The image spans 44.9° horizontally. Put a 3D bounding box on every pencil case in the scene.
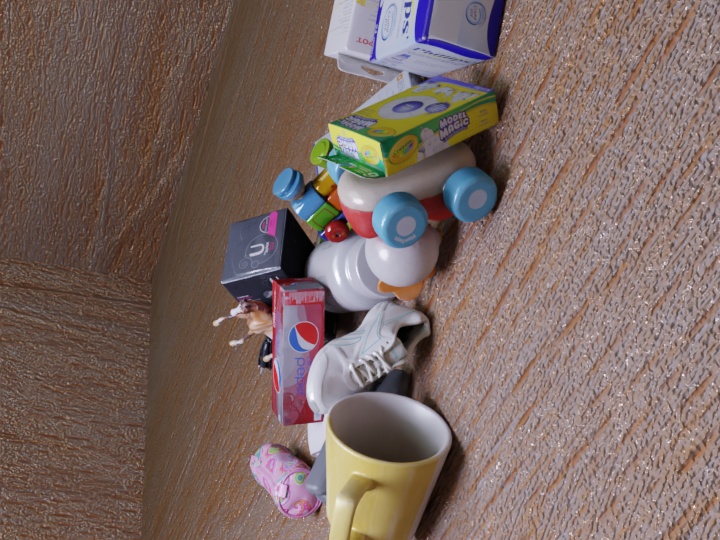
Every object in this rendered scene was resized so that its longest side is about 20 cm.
[{"bbox_3d":[-0.129,0.351,1.472,0.200,0.087,0.088,-170,90,-69],"label":"pencil case"}]

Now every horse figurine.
[{"bbox_3d":[-0.131,0.097,1.334,0.132,0.199,0.050,-30,41,41],"label":"horse figurine"}]

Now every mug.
[{"bbox_3d":[0.008,0.252,1.033,0.149,0.185,0.155,35,124,45],"label":"mug"}]

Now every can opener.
[{"bbox_3d":[-0.006,0.205,1.130,0.066,0.053,0.201,8,59,42],"label":"can opener"}]

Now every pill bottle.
[{"bbox_3d":[0.000,0.000,1.247,0.200,0.113,0.116,167,112,-69],"label":"pill bottle"}]

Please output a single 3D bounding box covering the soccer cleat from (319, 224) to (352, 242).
[{"bbox_3d":[-0.012,-0.109,1.353,0.200,0.067,0.082,-43,71,42],"label":"soccer cleat"}]

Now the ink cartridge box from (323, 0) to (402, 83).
[{"bbox_3d":[0.030,-0.391,1.334,0.125,0.127,0.202,-153,75,-69],"label":"ink cartridge box"}]

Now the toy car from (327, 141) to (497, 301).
[{"bbox_3d":[0.067,-0.054,1.098,0.185,0.175,0.202,-128,22,-51],"label":"toy car"}]

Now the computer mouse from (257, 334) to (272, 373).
[{"bbox_3d":[-0.119,0.171,1.466,0.200,0.052,0.139,47,132,35],"label":"computer mouse"}]

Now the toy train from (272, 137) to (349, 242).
[{"bbox_3d":[-0.016,-0.139,1.163,0.200,0.115,0.085,-43,39,20],"label":"toy train"}]

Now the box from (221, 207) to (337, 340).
[{"bbox_3d":[-0.120,0.018,1.373,0.105,0.200,0.123,-14,50,19],"label":"box"}]

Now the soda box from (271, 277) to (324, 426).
[{"bbox_3d":[-0.090,0.115,1.252,0.070,0.063,0.202,-147,57,-67],"label":"soda box"}]

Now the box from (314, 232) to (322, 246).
[{"bbox_3d":[-0.028,-0.105,1.468,0.082,0.049,0.202,-143,65,-68],"label":"box"}]

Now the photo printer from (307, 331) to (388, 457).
[{"bbox_3d":[-0.022,0.189,1.280,0.200,0.069,0.168,141,135,-61],"label":"photo printer"}]

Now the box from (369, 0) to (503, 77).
[{"bbox_3d":[0.105,-0.369,1.158,0.200,0.104,0.186,-168,88,-69],"label":"box"}]

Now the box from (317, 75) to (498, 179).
[{"bbox_3d":[0.053,-0.171,1.042,0.117,0.199,0.049,30,143,50],"label":"box"}]

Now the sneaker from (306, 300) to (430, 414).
[{"bbox_3d":[0.010,0.107,1.101,0.080,0.200,0.071,7,131,47],"label":"sneaker"}]

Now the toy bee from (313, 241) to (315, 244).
[{"bbox_3d":[-0.158,0.044,1.666,0.131,0.108,0.202,151,127,-67],"label":"toy bee"}]

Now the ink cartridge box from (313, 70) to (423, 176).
[{"bbox_3d":[0.021,-0.168,1.271,0.199,0.047,0.199,-37,44,30],"label":"ink cartridge box"}]
